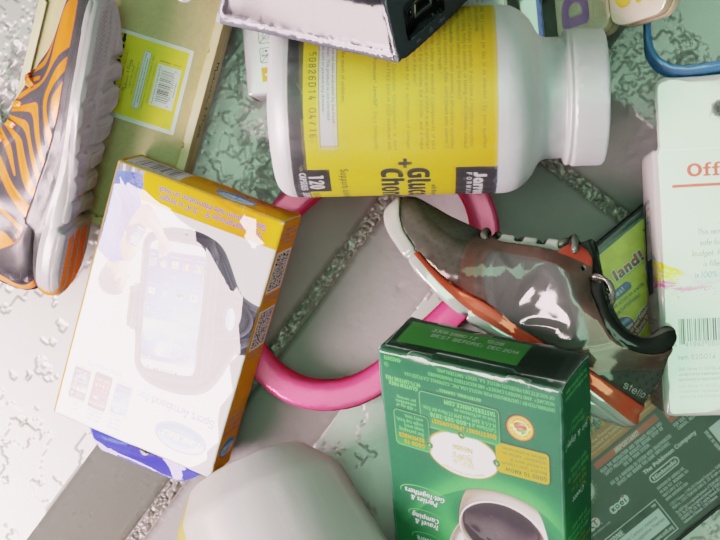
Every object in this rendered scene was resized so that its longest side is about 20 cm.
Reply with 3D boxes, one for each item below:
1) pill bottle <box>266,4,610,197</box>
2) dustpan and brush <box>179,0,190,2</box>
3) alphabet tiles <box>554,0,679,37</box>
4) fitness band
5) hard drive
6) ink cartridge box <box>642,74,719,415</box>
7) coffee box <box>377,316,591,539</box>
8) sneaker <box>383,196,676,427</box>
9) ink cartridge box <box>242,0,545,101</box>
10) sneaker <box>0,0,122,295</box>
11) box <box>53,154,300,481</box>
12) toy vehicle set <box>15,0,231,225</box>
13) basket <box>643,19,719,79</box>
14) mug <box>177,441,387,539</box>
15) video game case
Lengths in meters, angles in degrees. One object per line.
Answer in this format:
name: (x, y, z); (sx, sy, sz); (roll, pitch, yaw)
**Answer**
pill bottle: (0.047, -0.102, 0.796); (0.197, 0.112, 0.114); (-1, 89, 4)
dustpan and brush: (-0.079, -0.256, 0.829); (0.138, 0.057, 0.202); (21, 84, -10)
alphabet tiles: (0.146, -0.245, 0.795); (0.014, 0.195, 0.203); (-4, 89, -31)
fitness band: (0.000, 0.000, 0.871); (0.200, 0.037, 0.144); (-42, 87, 4)
hard drive: (0.013, -0.199, 0.791); (0.134, 0.200, 0.043); (16, 134, 23)
ink cartridge box: (0.234, -0.016, 0.809); (0.115, 0.067, 0.203); (-2, 91, 6)
coffee box: (0.077, 0.133, 0.796); (0.122, 0.044, 0.202); (10, 121, 31)
sneaker: (0.105, 0.005, 0.800); (0.199, 0.077, 0.082); (38, 100, 12)
ink cartridge box: (0.020, -0.170, 0.867); (0.197, 0.037, 0.096); (-6, 88, 10)
sneaker: (-0.220, -0.089, 0.834); (0.111, 0.078, 0.202); (16, 102, 4)
box: (-0.123, 0.040, 0.857); (0.118, 0.041, 0.202); (20, 102, 11)
toy vehicle set: (-0.158, -0.131, 0.871); (0.123, 0.027, 0.202); (18, 102, 5)
basket: (0.250, -0.219, 0.799); (0.174, 0.139, 0.203); (-6, 80, 4)
mug: (-0.058, 0.202, 0.820); (0.185, 0.150, 0.154); (-25, 72, 0)
video game case: (0.182, 0.076, 0.861); (0.199, 0.025, 0.181); (-39, 87, 4)
